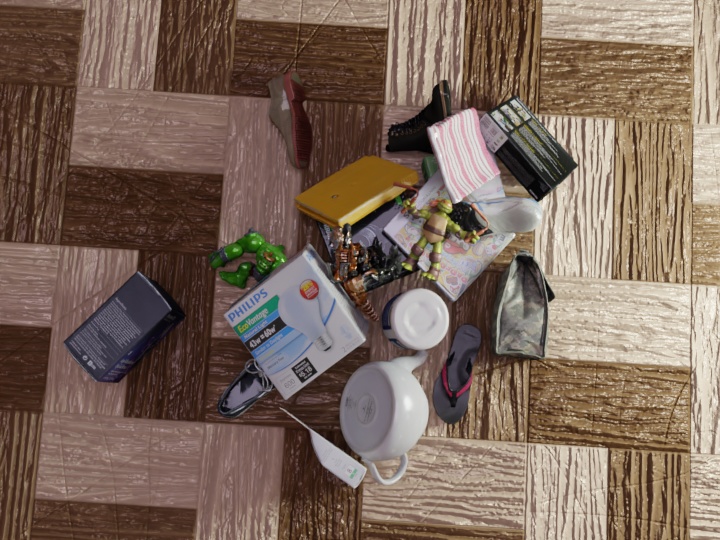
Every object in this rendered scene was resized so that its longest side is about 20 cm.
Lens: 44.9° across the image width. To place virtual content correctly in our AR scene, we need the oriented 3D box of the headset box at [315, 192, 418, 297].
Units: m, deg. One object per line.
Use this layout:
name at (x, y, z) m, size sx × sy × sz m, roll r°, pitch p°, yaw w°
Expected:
headset box at (0.030, -0.059, 1.753) m, size 0.197 × 0.093 × 0.177 m, roll -21°, pitch 84°, yaw -3°

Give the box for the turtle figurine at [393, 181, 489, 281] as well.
turtle figurine at (0.131, -0.073, 1.651) m, size 0.197 × 0.064 × 0.164 m, roll 24°, pitch 94°, yaw 7°

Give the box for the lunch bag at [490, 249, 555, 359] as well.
lunch bag at (0.316, 0.069, 1.700) m, size 0.115 × 0.164 × 0.205 m, roll 5°, pitch 83°, yaw 6°

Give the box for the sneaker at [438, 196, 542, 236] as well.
sneaker at (0.249, -0.106, 1.674) m, size 0.196 × 0.073 × 0.073 m, roll 1°, pitch 110°, yaw 10°

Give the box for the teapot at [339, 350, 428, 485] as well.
teapot at (0.063, 0.278, 1.685) m, size 0.200 × 0.144 × 0.200 m, roll -47°, pitch 47°, yaw 31°

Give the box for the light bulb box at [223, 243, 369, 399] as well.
light bulb box at (-0.118, 0.093, 1.647) m, size 0.197 × 0.125 × 0.201 m, roll -36°, pitch 96°, yaw 8°

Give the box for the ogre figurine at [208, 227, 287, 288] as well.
ogre figurine at (-0.201, 0.000, 1.750) m, size 0.200 × 0.098 × 0.121 m, roll 43°, pitch 103°, yaw 20°

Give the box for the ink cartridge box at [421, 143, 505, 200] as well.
ink cartridge box at (0.216, -0.141, 1.767) m, size 0.142 × 0.084 × 0.204 m, roll -13°, pitch 83°, yaw -3°

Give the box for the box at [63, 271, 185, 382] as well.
box at (-0.456, 0.114, 1.704) m, size 0.200 × 0.148 × 0.104 m, roll -44°, pitch 84°, yaw -5°

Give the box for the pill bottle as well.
pill bottle at (0.098, 0.096, 1.675) m, size 0.108 × 0.200 × 0.114 m, roll 0°, pitch 86°, yaw -7°

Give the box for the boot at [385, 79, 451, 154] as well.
boot at (0.113, -0.294, 1.732) m, size 0.135 × 0.201 × 0.079 m, roll 0°, pitch 57°, yaw 4°

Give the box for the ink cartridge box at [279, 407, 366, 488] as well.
ink cartridge box at (-0.081, 0.339, 1.668) m, size 0.198 × 0.161 × 0.051 m, roll 33°, pitch 80°, yaw 4°

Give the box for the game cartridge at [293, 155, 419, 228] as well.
game cartridge at (-0.009, -0.157, 1.716) m, size 0.198 × 0.175 × 0.033 m, roll -32°, pitch 123°, yaw -22°

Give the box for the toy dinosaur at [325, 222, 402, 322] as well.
toy dinosaur at (0.000, 0.000, 1.643) m, size 0.134 × 0.202 × 0.102 m, roll -28°, pitch 48°, yaw -20°

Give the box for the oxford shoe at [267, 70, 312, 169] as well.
oxford shoe at (-0.149, -0.306, 1.810) m, size 0.073 × 0.070 × 0.205 m, roll -10°, pitch 83°, yaw 26°

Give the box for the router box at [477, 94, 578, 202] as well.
router box at (0.335, -0.249, 1.757) m, size 0.201 × 0.051 × 0.149 m, roll 50°, pitch 42°, yaw 6°

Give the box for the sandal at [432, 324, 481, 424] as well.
sandal at (0.194, 0.205, 1.742) m, size 0.074 × 0.045 × 0.204 m, roll 15°, pitch 83°, yaw 2°

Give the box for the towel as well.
towel at (0.195, -0.221, 1.642) m, size 0.030 × 0.199 × 0.149 m, roll -16°, pitch 100°, yaw 35°

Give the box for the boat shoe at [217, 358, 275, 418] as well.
boat shoe at (-0.206, 0.215, 1.733) m, size 0.199 × 0.062 × 0.075 m, roll -38°, pitch 82°, yaw -5°

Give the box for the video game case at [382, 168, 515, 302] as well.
video game case at (0.172, -0.074, 1.701) m, size 0.200 × 0.023 × 0.182 m, roll 44°, pitch 83°, yaw 3°
